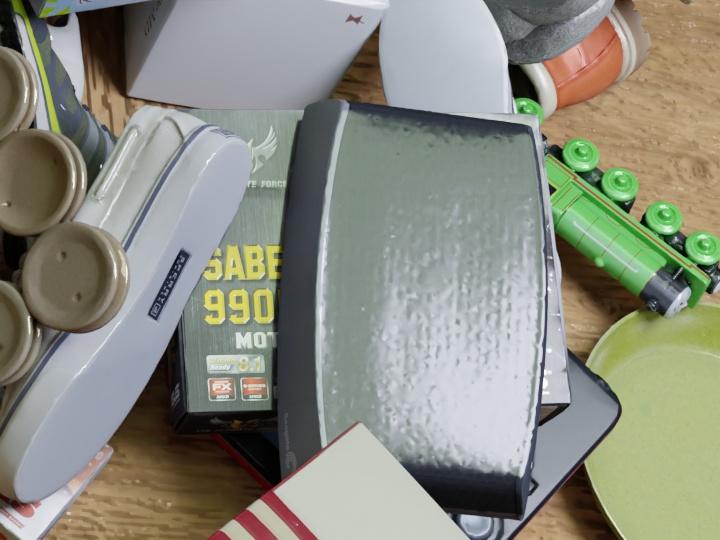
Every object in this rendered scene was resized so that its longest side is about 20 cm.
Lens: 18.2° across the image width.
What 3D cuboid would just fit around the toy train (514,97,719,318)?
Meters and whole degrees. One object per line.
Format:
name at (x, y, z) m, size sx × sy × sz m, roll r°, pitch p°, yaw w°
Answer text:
toy train at (0.121, -0.043, 1.290) m, size 0.200 × 0.042 × 0.056 m, roll 39°, pitch 58°, yaw 14°

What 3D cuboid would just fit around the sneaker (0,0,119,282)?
sneaker at (-0.152, -0.057, 1.136) m, size 0.081 × 0.074 × 0.201 m, roll -30°, pitch 106°, yaw -52°

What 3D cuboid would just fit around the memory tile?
memory tile at (-0.201, -0.034, 1.048) m, size 0.201 × 0.153 × 0.017 m, roll 62°, pitch 16°, yaw 19°

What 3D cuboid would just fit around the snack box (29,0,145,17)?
snack box at (-0.104, -0.224, 1.139) m, size 0.199 × 0.068 × 0.169 m, roll -16°, pitch 67°, yaw -35°

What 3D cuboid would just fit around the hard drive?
hard drive at (0.029, 0.015, 1.090) m, size 0.134 × 0.042 × 0.201 m, roll 7°, pitch 71°, yaw -12°

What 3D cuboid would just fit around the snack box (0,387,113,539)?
snack box at (-0.218, 0.051, 1.080) m, size 0.200 × 0.024 × 0.072 m, roll 39°, pitch 51°, yaw 1°

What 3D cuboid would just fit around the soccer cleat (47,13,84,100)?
soccer cleat at (-0.236, -0.120, 1.153) m, size 0.199 × 0.069 × 0.078 m, roll 13°, pitch 72°, yaw -28°

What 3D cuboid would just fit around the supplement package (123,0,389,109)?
supplement package at (-0.065, -0.201, 1.266) m, size 0.117 × 0.117 × 0.201 m, roll 9°, pitch 55°, yaw -22°

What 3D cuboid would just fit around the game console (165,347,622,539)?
game console at (0.015, 0.060, 1.163) m, size 0.200 × 0.031 × 0.177 m, roll 44°, pitch 67°, yaw 4°

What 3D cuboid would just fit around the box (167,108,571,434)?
box at (0.000, 0.000, 1.137) m, size 0.199 × 0.048 × 0.159 m, roll 1°, pitch 73°, yaw -15°

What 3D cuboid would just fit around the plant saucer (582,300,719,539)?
plant saucer at (0.203, 0.111, 1.253) m, size 0.199 × 0.031 × 0.201 m, roll 13°, pitch 55°, yaw -20°

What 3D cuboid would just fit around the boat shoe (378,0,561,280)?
boat shoe at (0.061, -0.069, 1.239) m, size 0.072 × 0.066 × 0.201 m, roll -23°, pitch 94°, yaw -1°

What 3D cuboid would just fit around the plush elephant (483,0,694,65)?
plush elephant at (0.119, -0.207, 1.271) m, size 0.155 × 0.199 × 0.166 m, roll -36°, pitch 123°, yaw -55°

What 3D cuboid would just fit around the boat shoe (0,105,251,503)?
boat shoe at (-0.129, 0.011, 1.064) m, size 0.070 × 0.071 × 0.201 m, roll 26°, pitch 84°, yaw 23°

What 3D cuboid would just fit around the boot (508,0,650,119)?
boot at (0.076, -0.178, 1.355) m, size 0.107 × 0.075 × 0.200 m, roll -36°, pitch 81°, yaw -34°

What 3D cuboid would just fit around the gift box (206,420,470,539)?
gift box at (-0.003, 0.197, 0.993) m, size 0.200 × 0.185 × 0.187 m, roll -36°, pitch 77°, yaw -32°
